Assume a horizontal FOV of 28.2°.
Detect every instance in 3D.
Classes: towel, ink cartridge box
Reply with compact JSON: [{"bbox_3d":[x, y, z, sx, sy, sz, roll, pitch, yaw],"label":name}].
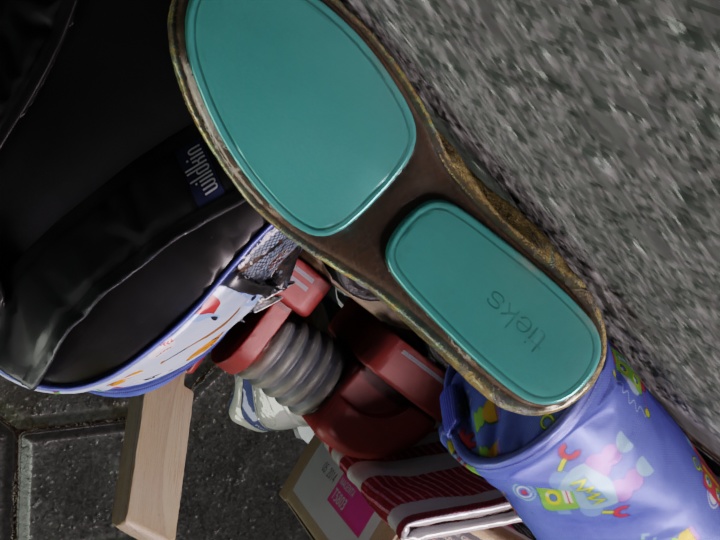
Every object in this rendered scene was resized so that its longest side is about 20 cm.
[{"bbox_3d":[0.061,0.096,0.789,0.200,0.143,0.023,-147,48,-74],"label":"towel"},{"bbox_3d":[0.055,0.171,0.872,0.164,0.075,0.200,32,180,-18],"label":"ink cartridge box"}]

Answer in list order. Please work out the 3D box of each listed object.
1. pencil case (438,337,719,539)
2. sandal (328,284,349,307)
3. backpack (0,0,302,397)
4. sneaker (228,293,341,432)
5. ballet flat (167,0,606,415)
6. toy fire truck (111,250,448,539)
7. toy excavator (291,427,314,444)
[{"bbox_3d":[0.108,0.100,0.608,0.200,0.087,0.078,49,-160,-33],"label":"pencil case"},{"bbox_3d":[-0.001,0.000,0.910,0.200,0.075,0.048,46,159,1],"label":"sandal"},{"bbox_3d":[-0.106,-0.044,0.620,0.200,0.191,0.154,44,176,16],"label":"backpack"},{"bbox_3d":[-0.065,-0.001,0.867,0.075,0.088,0.201,9,-115,-48],"label":"sneaker"},{"bbox_3d":[0.007,-0.028,0.503,0.200,0.071,0.071,45,177,-14],"label":"ballet flat"},{"bbox_3d":[-0.041,0.052,0.745,0.176,0.200,0.129,38,180,-23],"label":"toy fire truck"},{"bbox_3d":[-0.048,0.012,1.053,0.200,0.100,0.195,35,137,2],"label":"toy excavator"}]
